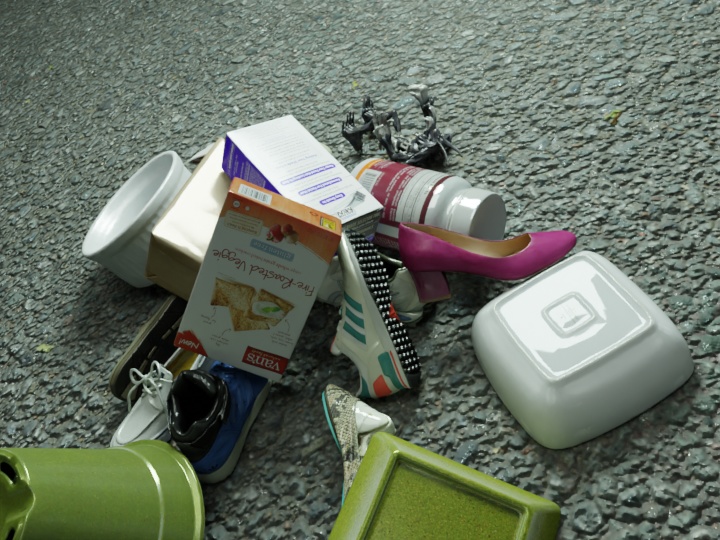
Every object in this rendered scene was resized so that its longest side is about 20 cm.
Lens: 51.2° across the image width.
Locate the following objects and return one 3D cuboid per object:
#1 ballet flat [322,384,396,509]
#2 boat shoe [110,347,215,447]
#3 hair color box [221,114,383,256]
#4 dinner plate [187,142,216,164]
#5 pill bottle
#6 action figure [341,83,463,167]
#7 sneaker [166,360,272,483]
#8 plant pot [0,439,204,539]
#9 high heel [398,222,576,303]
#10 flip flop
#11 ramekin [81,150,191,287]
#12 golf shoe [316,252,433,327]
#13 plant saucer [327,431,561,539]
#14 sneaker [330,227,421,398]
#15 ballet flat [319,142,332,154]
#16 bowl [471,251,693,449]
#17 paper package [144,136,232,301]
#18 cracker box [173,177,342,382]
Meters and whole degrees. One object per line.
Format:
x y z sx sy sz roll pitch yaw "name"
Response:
0.009 0.198 0.783 0.075 0.068 0.202 -26 47 17 "ballet flat"
-0.244 0.142 0.935 0.074 0.087 0.202 25 61 39 "boat shoe"
-0.077 -0.106 0.956 0.109 0.065 0.200 -24 58 -35 "hair color box"
-0.175 -0.195 1.184 0.197 0.025 0.200 -11 6 1 "dinner plate"
0.081 -0.074 0.980 0.198 0.115 0.114 19 58 36 "pill bottle"
0.062 -0.216 1.136 0.199 0.103 0.119 21 47 38 "action figure"
-0.165 0.134 0.887 0.076 0.112 0.202 2 49 19 "sneaker"
-0.289 0.249 0.733 0.198 0.190 0.203 -13 62 26 "plant pot"
0.144 -0.034 0.856 0.198 0.097 0.068 -19 17 1 "high heel"
-0.264 0.089 1.013 0.057 0.081 0.201 14 60 51 "flip flop"
-0.311 -0.071 1.121 0.199 0.098 0.202 -33 31 23 "ramekin"
0.000 0.000 0.958 0.198 0.098 0.079 11 54 32 "golf shoe"
0.067 0.256 0.673 0.198 0.048 0.201 19 56 13 "plant saucer"
-0.006 0.054 0.871 0.093 0.070 0.202 -25 85 22 "sneaker"
-0.136 -0.163 1.206 0.197 0.070 0.070 -10 45 12 "ballet flat"
0.229 0.070 0.809 0.198 0.075 0.201 -28 45 -3 "bowl"
-0.161 -0.046 1.005 0.189 0.104 0.201 29 51 -3 "paper package"
-0.117 0.014 0.856 0.132 0.202 0.058 20 22 -10 "cracker box"
